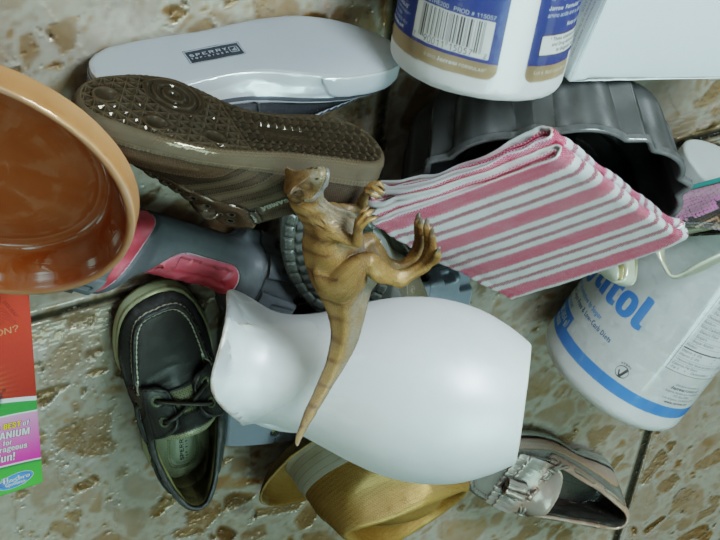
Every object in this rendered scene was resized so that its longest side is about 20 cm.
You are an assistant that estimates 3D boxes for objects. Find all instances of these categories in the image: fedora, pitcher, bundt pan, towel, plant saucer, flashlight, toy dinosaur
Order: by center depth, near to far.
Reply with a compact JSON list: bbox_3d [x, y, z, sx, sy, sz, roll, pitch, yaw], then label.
[{"bbox_3d":[-0.220,-0.057,1.032,0.199,0.032,0.201,7,144,5],"label":"plant saucer"},{"bbox_3d":[-0.007,0.003,1.113,0.106,0.060,0.201,-13,128,-6],"label":"toy dinosaur"},{"bbox_3d":[-0.123,-0.002,1.206,0.068,0.068,0.200,-35,146,30],"label":"flashlight"},{"bbox_3d":[0.114,-0.036,1.228,0.146,0.030,0.200,-18,154,30],"label":"towel"},{"bbox_3d":[0.009,0.082,1.235,0.199,0.122,0.172,8,161,4],"label":"pitcher"},{"bbox_3d":[0.121,-0.079,1.253,0.201,0.076,0.202,-2,155,-1],"label":"bundt pan"},{"bbox_3d":[0.021,0.161,1.425,0.200,0.082,0.201,-23,158,-9],"label":"fedora"}]

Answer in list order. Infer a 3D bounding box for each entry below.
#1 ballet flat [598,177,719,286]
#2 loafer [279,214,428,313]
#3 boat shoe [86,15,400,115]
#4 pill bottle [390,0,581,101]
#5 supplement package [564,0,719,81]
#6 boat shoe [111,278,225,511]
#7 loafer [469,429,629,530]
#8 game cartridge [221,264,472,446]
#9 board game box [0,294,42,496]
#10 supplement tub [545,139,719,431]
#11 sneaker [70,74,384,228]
[{"bbox_3d":[0.213,-0.027,1.341,0.199,0.071,0.069,-8,173,27],"label":"ballet flat"},{"bbox_3d":[0.000,0.000,1.271,0.075,0.070,0.200,-12,132,15],"label":"loafer"},{"bbox_3d":[-0.071,-0.106,1.134,0.199,0.072,0.068,-12,134,-24],"label":"boat shoe"},{"bbox_3d":[0.087,-0.212,1.100,0.111,0.111,0.201,-6,121,-32],"label":"pill bottle"},{"bbox_3d":[0.211,-0.216,1.198,0.199,0.111,0.156,-5,132,-34],"label":"supplement package"},{"bbox_3d":[-0.126,0.091,1.297,0.072,0.066,0.201,-20,138,-16],"label":"boat shoe"},{"bbox_3d":[0.166,0.187,1.610,0.200,0.063,0.072,15,121,-44],"label":"loafer"},{"bbox_3d":[-0.015,0.063,1.375,0.199,0.042,0.133,-15,141,-24],"label":"game cartridge"},{"bbox_3d":[-0.287,0.082,1.190,0.153,0.040,0.200,-17,138,-22],"label":"board game box"},{"bbox_3d":[0.248,0.013,1.441,0.132,0.132,0.200,10,122,-42],"label":"supplement tub"},{"bbox_3d":[-0.082,-0.056,1.080,0.199,0.071,0.076,10,125,-29],"label":"sneaker"}]
